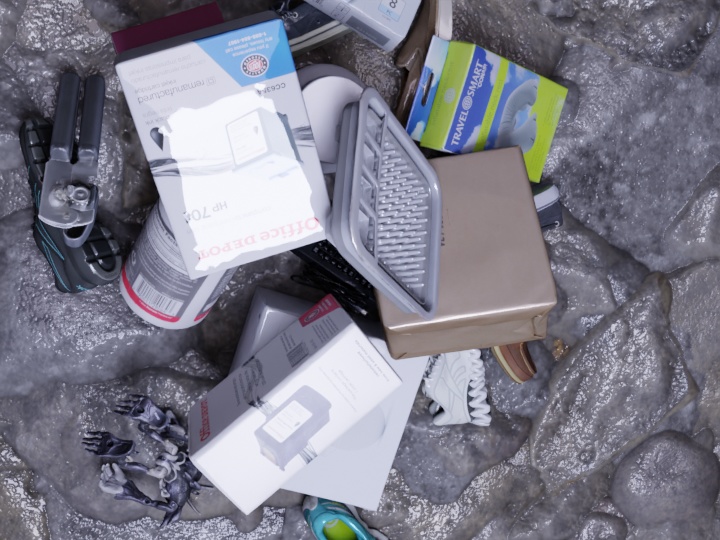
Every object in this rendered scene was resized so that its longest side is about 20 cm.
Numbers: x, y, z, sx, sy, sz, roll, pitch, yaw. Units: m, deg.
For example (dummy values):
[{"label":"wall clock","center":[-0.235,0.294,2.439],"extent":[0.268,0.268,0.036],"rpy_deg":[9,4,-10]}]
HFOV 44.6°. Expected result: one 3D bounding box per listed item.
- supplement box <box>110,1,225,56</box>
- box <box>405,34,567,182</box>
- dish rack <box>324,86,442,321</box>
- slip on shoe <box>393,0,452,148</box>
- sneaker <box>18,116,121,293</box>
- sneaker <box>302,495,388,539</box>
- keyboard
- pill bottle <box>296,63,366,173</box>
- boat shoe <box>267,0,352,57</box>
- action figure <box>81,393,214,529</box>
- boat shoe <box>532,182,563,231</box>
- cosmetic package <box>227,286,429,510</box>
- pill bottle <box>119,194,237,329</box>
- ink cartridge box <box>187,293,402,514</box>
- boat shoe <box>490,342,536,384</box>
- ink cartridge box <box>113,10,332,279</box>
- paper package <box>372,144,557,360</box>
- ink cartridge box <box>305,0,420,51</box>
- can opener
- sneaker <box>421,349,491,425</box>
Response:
[{"label":"supplement box","center":[-0.173,-0.168,0.905],"extent":[0.110,0.200,0.086],"rpy_deg":[-19,69,-9]},{"label":"box","center":[0.149,-0.183,1.014],"extent":[0.200,0.048,0.122],"rpy_deg":[10,99,-41]},{"label":"dish rack","center":[0.023,-0.056,0.833],"extent":[0.043,0.200,0.172],"rpy_deg":[-8,63,25]},{"label":"slip on shoe","center":[0.069,-0.244,1.019],"extent":[0.060,0.076,0.201],"rpy_deg":[5,106,-1]},{"label":"sneaker","center":[-0.335,-0.068,0.958],"extent":[0.079,0.075,0.201],"rpy_deg":[-22,87,30]},{"label":"sneaker","center":[-0.003,0.362,1.107],"extent":[0.077,0.080,0.200],"rpy_deg":[-43,106,-2]},{"label":"keyboard","center":[0.000,0.000,1.027],"extent":[0.200,0.040,0.104],"rpy_deg":[33,79,1]},{"label":"pill bottle","center":[-0.045,-0.163,0.938],"extent":[0.112,0.200,0.113],"rpy_deg":[-2,101,-12]},{"label":"boat shoe","center":[-0.082,-0.271,0.978],"extent":[0.200,0.075,0.062],"rpy_deg":[-27,100,-11]},{"label":"action figure","center":[-0.240,0.217,1.019],"extent":[0.119,0.102,0.200],"rpy_deg":[-56,150,-26]},{"label":"boat shoe","center":[0.162,-0.040,1.078],"extent":[0.200,0.070,0.066],"rpy_deg":[-27,105,-13]},{"label":"cosmetic package","center":[-0.055,0.148,1.033],"extent":[0.199,0.123,0.200],"rpy_deg":[17,96,-16]},{"label":"pill bottle","center":[-0.174,-0.036,0.934],"extent":[0.110,0.111,0.200],"rpy_deg":[27,130,-15]},{"label":"ink cartridge box","center":[-0.072,0.129,0.889],"extent":[0.200,0.145,0.084],"rpy_deg":[-40,105,-3]},{"label":"boat shoe","center":[0.181,0.061,1.071],"extent":[0.067,0.072,0.200],"rpy_deg":[-24,123,12]},{"label":"ink cartridge box","center":[-0.116,-0.112,0.785],"extent":[0.146,0.086,0.201],"rpy_deg":[-18,112,-6]},{"label":"paper package","center":[0.103,-0.021,0.963],"extent":[0.190,0.104,0.201],"rpy_deg":[-9,64,2]},{"label":"ink cartridge box","center":[0.008,-0.366,0.959],"extent":[0.160,0.047,0.201],"rpy_deg":[27,74,-16]},{"label":"can opener","center":[-0.302,-0.118,0.928],"extent":[0.053,0.067,0.201],"rpy_deg":[3,56,-13]},{"label":"sneaker","center":[0.111,0.118,1.071],"extent":[0.081,0.075,0.201],"rpy_deg":[-9,124,4]}]
